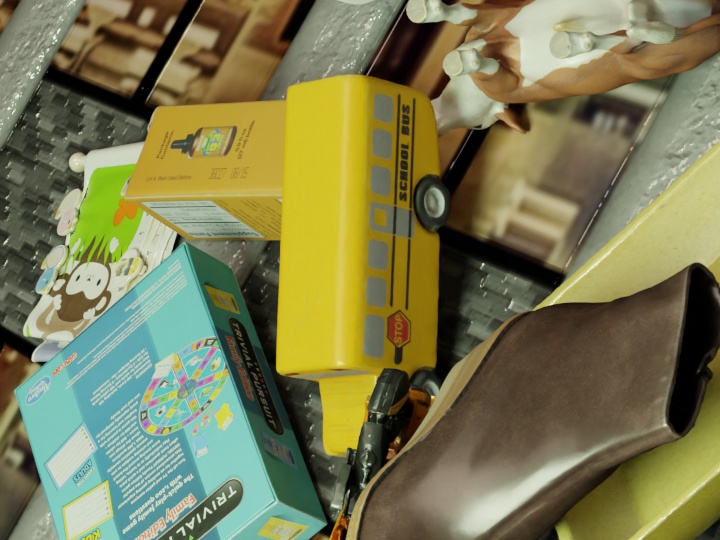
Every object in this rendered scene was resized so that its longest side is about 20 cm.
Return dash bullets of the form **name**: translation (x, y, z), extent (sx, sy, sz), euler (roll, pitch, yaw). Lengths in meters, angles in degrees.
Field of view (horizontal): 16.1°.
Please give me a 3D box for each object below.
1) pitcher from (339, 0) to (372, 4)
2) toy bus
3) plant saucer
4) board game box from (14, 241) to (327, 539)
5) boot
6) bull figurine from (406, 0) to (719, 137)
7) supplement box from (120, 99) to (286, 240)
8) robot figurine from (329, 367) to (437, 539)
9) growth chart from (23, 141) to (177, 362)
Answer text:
- **pitcher**: translation (-0.006, -0.288, 1.609), extent (0.171, 0.121, 0.200), euler (-40, 51, 6)
- **toy bus**: translation (0.000, 0.000, 1.392), extent (0.065, 0.078, 0.201), euler (-6, 78, 43)
- **plant saucer**: translation (0.168, 0.040, 1.225), extent (0.200, 0.048, 0.200), euler (-43, 30, 17)
- **board game box**: translation (-0.114, 0.107, 1.482), extent (0.151, 0.047, 0.200), euler (-40, 48, 20)
- **boot**: translation (0.079, 0.091, 1.170), extent (0.166, 0.072, 0.200), euler (-24, 35, 46)
- **bull figurine**: translation (0.101, -0.122, 1.381), extent (0.200, 0.121, 0.065), euler (-16, 77, 33)
- **supplement box**: translation (-0.053, -0.060, 1.534), extent (0.200, 0.069, 0.067), euler (3, 66, 46)
- **robot figurine**: translation (0.016, 0.151, 1.278), extent (0.058, 0.145, 0.201), euler (8, 66, 12)
- **growth chart**: translation (-0.166, -0.001, 1.652), extent (0.144, 0.018, 0.201), euler (-16, 53, 41)
